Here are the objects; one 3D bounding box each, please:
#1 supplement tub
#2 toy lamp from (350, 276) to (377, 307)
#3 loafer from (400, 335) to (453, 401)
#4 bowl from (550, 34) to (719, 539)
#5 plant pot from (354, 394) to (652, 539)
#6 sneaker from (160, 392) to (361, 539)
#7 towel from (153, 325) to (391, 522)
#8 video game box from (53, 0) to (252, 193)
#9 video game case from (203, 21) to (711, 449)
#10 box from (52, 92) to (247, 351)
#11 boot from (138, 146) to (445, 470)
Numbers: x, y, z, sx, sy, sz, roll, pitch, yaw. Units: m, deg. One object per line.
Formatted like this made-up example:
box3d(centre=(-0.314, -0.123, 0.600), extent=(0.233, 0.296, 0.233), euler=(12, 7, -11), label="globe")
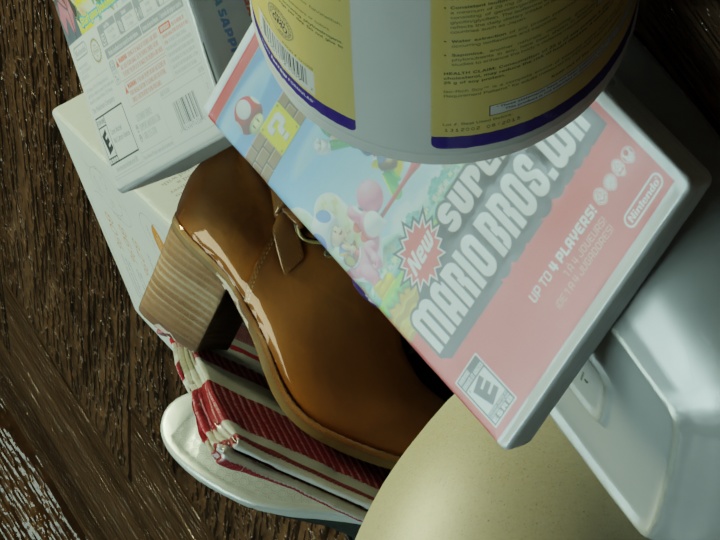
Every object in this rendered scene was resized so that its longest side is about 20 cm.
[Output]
box3d(centre=(0.029, -0.144, 1.029), extent=(0.146, 0.145, 0.200), euler=(54, 164, 25), label="supplement tub")
box3d(centre=(0.037, -0.074, 1.220), extent=(0.058, 0.058, 0.201), euler=(50, 140, 36), label="toy lamp")
box3d(centre=(0.021, 0.032, 1.561), extent=(0.201, 0.073, 0.072), euler=(62, 170, 1), label="loafer")
box3d(centre=(0.115, 0.020, 1.203), extent=(0.200, 0.074, 0.200), euler=(54, 163, 21), label="bowl")
box3d(centre=(0.086, 0.122, 1.333), extent=(0.200, 0.199, 0.135), euler=(129, 146, -75), label="plant pot")
box3d(centre=(-0.018, 0.127, 1.726), extent=(0.199, 0.071, 0.099), euler=(15, 158, 10), label="sneaker")
box3d(centre=(-0.027, 0.080, 1.514), extent=(0.144, 0.023, 0.200), euler=(25, -167, -20), label="towel")
box3d(centre=(-0.101, -0.141, 1.413), extent=(0.183, 0.047, 0.200), euler=(69, 159, -1), label="video game box")
box3d(centre=(0.032, -0.050, 1.161), extent=(0.200, 0.017, 0.143), euler=(48, 125, 24), label="video game case")
box3d(centre=(-0.070, -0.020, 1.694), extent=(0.200, 0.106, 0.153), euler=(41, 156, 53), label="box")
box3d(centre=(0.000, 0.000, 1.476), extent=(0.200, 0.155, 0.074), euler=(31, -167, 7), label="boot")
